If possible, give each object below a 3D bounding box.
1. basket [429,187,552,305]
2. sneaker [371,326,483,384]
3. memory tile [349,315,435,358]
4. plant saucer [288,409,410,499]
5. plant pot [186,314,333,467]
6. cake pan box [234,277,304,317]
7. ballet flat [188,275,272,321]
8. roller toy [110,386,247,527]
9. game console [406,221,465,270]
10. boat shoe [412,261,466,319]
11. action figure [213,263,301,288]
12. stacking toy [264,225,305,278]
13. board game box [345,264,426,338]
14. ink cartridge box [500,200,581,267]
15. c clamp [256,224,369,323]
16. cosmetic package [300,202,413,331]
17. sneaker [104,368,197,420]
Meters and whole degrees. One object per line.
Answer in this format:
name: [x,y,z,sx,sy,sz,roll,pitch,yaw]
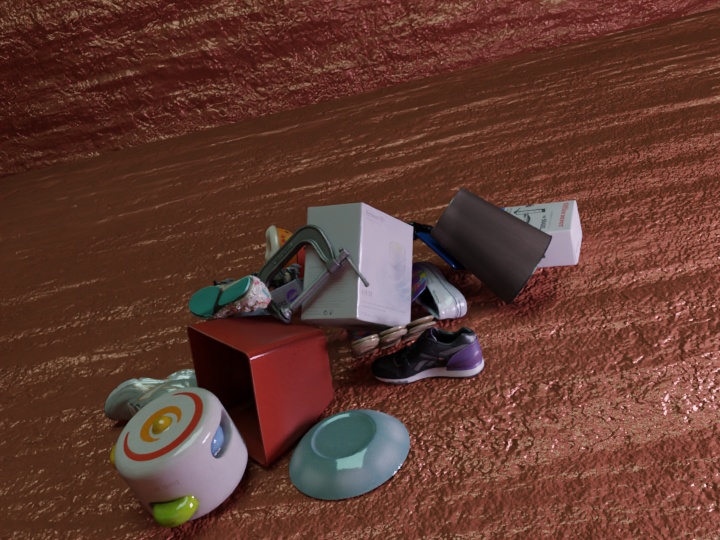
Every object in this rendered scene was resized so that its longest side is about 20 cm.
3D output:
basket: [0.243,-0.057,1.465,0.199,0.136,0.181,34,49,4]
sneaker: [0.110,0.137,1.328,0.198,0.088,0.076,-9,27,15]
memory tile: [0.055,0.121,1.355,0.152,0.017,0.200,-19,-11,-5]
plant saucer: [-0.022,0.272,1.197,0.199,0.039,0.202,-13,26,6]
plant pot: [-0.158,0.178,1.306,0.175,0.202,0.199,-21,24,-36]
cake pan box: [-0.183,0.076,1.476,0.198,0.053,0.184,-27,2,3]
ballet flat: [-0.230,0.059,1.349,0.199,0.064,0.076,-12,52,46]
roller toy: [-0.283,0.280,1.193,0.182,0.141,0.199,-40,33,-22]
game console: [0.117,-0.032,1.571,0.169,0.120,0.200,-19,-5,16]
boat shoe: [0.134,0.037,1.521,0.066,0.074,0.200,-13,24,-21]
action figure: [-0.206,0.025,1.570,0.199,0.070,0.130,-23,-8,-29]
stacking toy: [-0.122,-0.038,1.802,0.197,0.148,0.146,-5,23,-14]
board game box: [0.040,0.048,1.520,0.200,0.039,0.158,-45,25,-9]
ink cartridge box: [0.355,-0.073,1.603,0.198,0.085,0.146,-6,28,23]
c clamp: [-0.097,0.014,1.300,0.200,0.027,0.172,-40,62,20]
cosmetic package: [0.000,0.000,1.378,0.122,0.203,0.199,-4,-11,30]
sneaker: [-0.388,0.248,1.427,0.198,0.076,0.092,-17,30,1]
